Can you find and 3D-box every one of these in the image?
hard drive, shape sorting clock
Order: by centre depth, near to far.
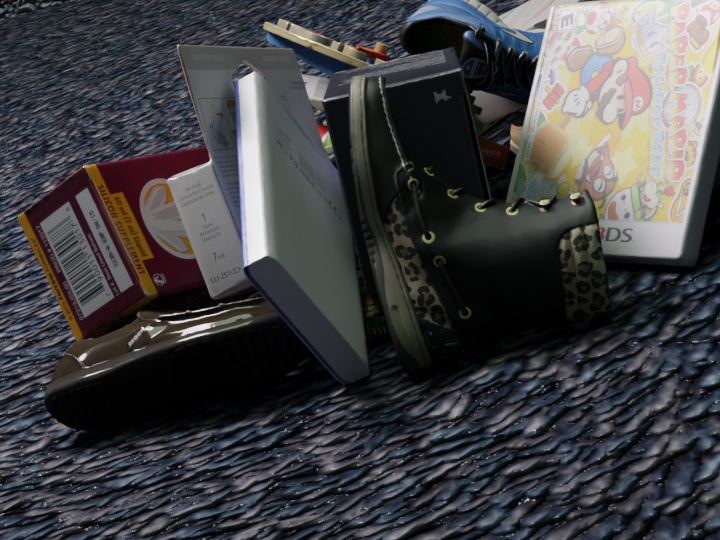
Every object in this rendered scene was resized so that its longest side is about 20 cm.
[{"bbox_3d":[-0.043,-0.032,1.288,0.025,0.132,0.200,-26,40,17],"label":"hard drive"},{"bbox_3d":[0.012,-0.175,1.568,0.200,0.039,0.200,24,9,-4],"label":"shape sorting clock"}]

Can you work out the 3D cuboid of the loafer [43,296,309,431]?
[{"bbox_3d":[-0.131,0.050,1.297,0.200,0.073,0.071,-15,49,10],"label":"loafer"}]

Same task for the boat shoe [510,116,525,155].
[{"bbox_3d":[0.205,-0.133,1.574,0.200,0.069,0.074,2,26,46],"label":"boat shoe"}]

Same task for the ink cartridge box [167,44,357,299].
[{"bbox_3d":[-0.079,-0.077,1.368,0.045,0.176,0.200,-21,-3,23],"label":"ink cartridge box"}]

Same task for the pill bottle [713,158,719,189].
[{"bbox_3d":[0.279,-0.163,1.443,0.116,0.116,0.200,-1,41,42],"label":"pill bottle"}]

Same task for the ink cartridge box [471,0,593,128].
[{"bbox_3d":[0.162,-0.199,1.625,0.117,0.067,0.200,-43,14,-36],"label":"ink cartridge box"}]

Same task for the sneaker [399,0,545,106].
[{"bbox_3d":[0.119,-0.166,1.515,0.200,0.079,0.089,21,28,23],"label":"sneaker"}]

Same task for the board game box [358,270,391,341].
[{"bbox_3d":[0.019,0.023,1.362,0.200,0.023,0.105,-9,17,25],"label":"board game box"}]

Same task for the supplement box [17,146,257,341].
[{"bbox_3d":[-0.146,-0.026,1.404,0.086,0.110,0.200,-31,-9,35],"label":"supplement box"}]

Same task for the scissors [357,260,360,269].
[{"bbox_3d":[0.000,0.000,1.466,0.200,0.014,0.073,2,24,44],"label":"scissors"}]

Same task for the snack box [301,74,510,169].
[{"bbox_3d":[0.033,-0.129,1.603,0.200,0.024,0.072,18,-3,-34],"label":"snack box"}]

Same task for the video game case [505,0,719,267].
[{"bbox_3d":[0.189,-0.104,1.348,0.023,0.200,0.182,21,-11,-40],"label":"video game case"}]

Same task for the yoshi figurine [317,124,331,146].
[{"bbox_3d":[-0.035,-0.071,1.615,0.200,0.112,0.112,13,-10,35],"label":"yoshi figurine"}]

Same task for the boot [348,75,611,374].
[{"bbox_3d":[0.077,-0.044,1.240,0.154,0.204,0.073,-12,-3,2],"label":"boot"}]

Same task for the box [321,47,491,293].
[{"bbox_3d":[0.039,-0.080,1.379,0.104,0.148,0.200,-12,10,4],"label":"box"}]

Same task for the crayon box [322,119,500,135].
[{"bbox_3d":[0.068,-0.157,1.792,0.119,0.058,0.200,-4,22,35],"label":"crayon box"}]

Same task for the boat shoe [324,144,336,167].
[{"bbox_3d":[-0.060,-0.050,1.524,0.200,0.068,0.072,-28,-9,13],"label":"boat shoe"}]
